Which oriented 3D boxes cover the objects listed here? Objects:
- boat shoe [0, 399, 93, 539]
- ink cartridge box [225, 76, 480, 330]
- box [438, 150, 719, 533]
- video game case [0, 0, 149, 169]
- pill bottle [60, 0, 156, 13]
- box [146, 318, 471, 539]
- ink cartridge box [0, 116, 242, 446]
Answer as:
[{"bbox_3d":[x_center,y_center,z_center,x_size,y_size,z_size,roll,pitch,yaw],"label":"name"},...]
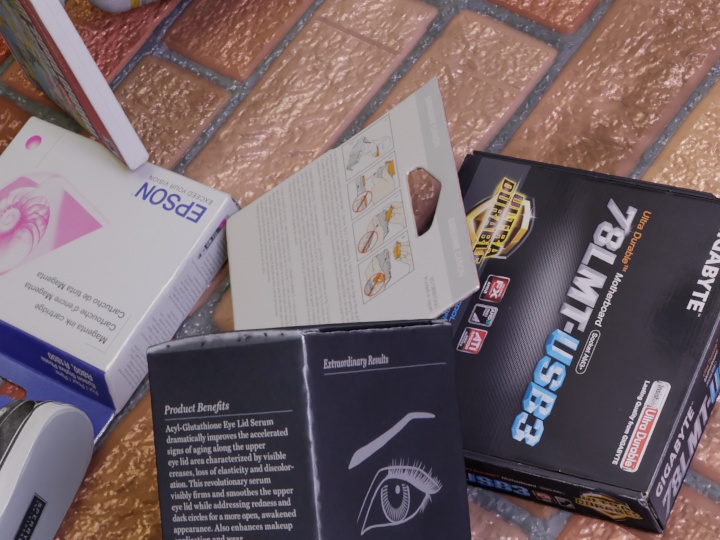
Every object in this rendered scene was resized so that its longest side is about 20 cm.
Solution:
[{"bbox_3d":[-0.237,0.164,1.314,0.068,0.074,0.201,7,63,37],"label":"boat shoe"},{"bbox_3d":[0.000,0.000,1.291,0.173,0.044,0.201,-33,38,20],"label":"ink cartridge box"},{"bbox_3d":[0.117,0.036,1.259,0.197,0.050,0.201,12,64,32],"label":"box"},{"bbox_3d":[-0.216,-0.157,1.455,0.017,0.144,0.200,-36,35,-11],"label":"video game case"},{"bbox_3d":[-0.147,-0.246,1.506,0.198,0.113,0.112,-20,49,-10],"label":"pill bottle"},{"bbox_3d":[-0.021,0.129,1.129,0.104,0.147,0.202,-7,86,33],"label":"box"},{"bbox_3d":[-0.202,0.007,1.429,0.195,0.043,0.201,21,66,34],"label":"ink cartridge box"}]
